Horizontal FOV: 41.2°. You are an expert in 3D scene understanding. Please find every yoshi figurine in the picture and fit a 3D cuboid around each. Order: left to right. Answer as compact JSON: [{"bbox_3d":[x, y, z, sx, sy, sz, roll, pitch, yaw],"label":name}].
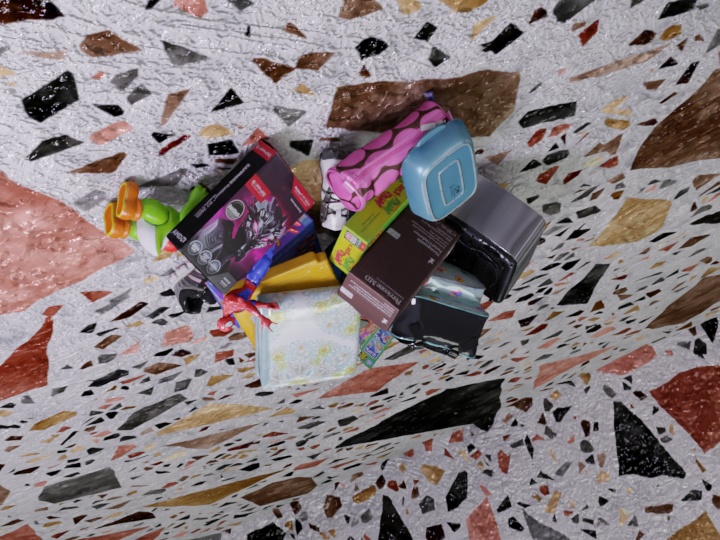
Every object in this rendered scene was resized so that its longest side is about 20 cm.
[{"bbox_3d":[-0.273,-0.083,1.426,0.199,0.112,0.113,15,101,-32],"label":"yoshi figurine"}]

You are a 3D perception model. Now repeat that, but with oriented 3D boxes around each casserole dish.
[{"bbox_3d":[0.124,-0.140,1.417,0.121,0.039,0.200,-37,153,-8],"label":"casserole dish"}]

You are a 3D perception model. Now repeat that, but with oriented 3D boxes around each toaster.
[{"bbox_3d":[0.213,-0.062,1.687,0.119,0.180,0.200,-50,165,-20],"label":"toaster"}]

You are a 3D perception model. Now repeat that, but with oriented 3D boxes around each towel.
[{"bbox_3d":[-0.086,0.109,1.560,0.170,0.048,0.201,-8,132,-15],"label":"towel"}]

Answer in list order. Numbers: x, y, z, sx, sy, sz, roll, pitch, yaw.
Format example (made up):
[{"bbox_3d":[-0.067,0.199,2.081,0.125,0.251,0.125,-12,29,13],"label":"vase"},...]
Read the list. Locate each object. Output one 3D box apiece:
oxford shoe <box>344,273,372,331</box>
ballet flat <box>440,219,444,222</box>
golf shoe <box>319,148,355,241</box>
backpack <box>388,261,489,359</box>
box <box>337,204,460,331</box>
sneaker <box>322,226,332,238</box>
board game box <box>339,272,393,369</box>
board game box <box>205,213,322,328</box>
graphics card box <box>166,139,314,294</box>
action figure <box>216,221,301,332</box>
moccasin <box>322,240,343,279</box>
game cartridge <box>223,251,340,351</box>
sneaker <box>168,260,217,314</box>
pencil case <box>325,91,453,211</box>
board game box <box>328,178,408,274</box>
[{"bbox_3d":[0.000,0.000,1.644,0.071,0.073,0.202,8,111,-17],"label":"oxford shoe"},{"bbox_3d":[0.118,-0.104,1.578,0.046,0.067,0.201,-48,166,-38],"label":"ballet flat"},{"bbox_3d":[-0.027,-0.115,1.498,0.077,0.095,0.200,4,156,6],"label":"golf shoe"},{"bbox_3d":[0.113,0.054,1.666,0.174,0.155,0.200,12,-175,-22],"label":"backpack"},{"bbox_3d":[0.062,-0.010,1.514,0.200,0.100,0.075,-49,172,-35],"label":"box"},{"bbox_3d":[0.002,-0.062,1.700,0.077,0.078,0.200,-52,147,1],"label":"sneaker"},{"bbox_3d":[-0.006,0.073,1.734,0.135,0.029,0.200,-52,128,-5],"label":"board game box"},{"bbox_3d":[-0.158,-0.006,1.611,0.200,0.045,0.135,-43,160,-13],"label":"board game box"},{"bbox_3d":[-0.172,-0.076,1.394,0.200,0.051,0.126,-45,138,-7],"label":"graphics card box"},{"bbox_3d":[-0.137,0.021,1.449,0.201,0.099,0.065,-55,177,-16],"label":"action figure"},{"bbox_3d":[-0.098,0.022,1.626,0.200,0.068,0.080,-50,153,5],"label":"moccasin"},{"bbox_3d":[-0.109,0.069,1.565,0.175,0.033,0.201,-22,136,2],"label":"game cartridge"},{"bbox_3d":[-0.247,0.010,1.620,0.199,0.088,0.073,-35,153,31],"label":"sneaker"},{"bbox_3d":[0.047,-0.169,1.401,0.199,0.091,0.094,-38,-163,-10],"label":"pencil case"},{"bbox_3d":[0.034,-0.091,1.537,0.200,0.047,0.102,-49,172,-34],"label":"board game box"}]
